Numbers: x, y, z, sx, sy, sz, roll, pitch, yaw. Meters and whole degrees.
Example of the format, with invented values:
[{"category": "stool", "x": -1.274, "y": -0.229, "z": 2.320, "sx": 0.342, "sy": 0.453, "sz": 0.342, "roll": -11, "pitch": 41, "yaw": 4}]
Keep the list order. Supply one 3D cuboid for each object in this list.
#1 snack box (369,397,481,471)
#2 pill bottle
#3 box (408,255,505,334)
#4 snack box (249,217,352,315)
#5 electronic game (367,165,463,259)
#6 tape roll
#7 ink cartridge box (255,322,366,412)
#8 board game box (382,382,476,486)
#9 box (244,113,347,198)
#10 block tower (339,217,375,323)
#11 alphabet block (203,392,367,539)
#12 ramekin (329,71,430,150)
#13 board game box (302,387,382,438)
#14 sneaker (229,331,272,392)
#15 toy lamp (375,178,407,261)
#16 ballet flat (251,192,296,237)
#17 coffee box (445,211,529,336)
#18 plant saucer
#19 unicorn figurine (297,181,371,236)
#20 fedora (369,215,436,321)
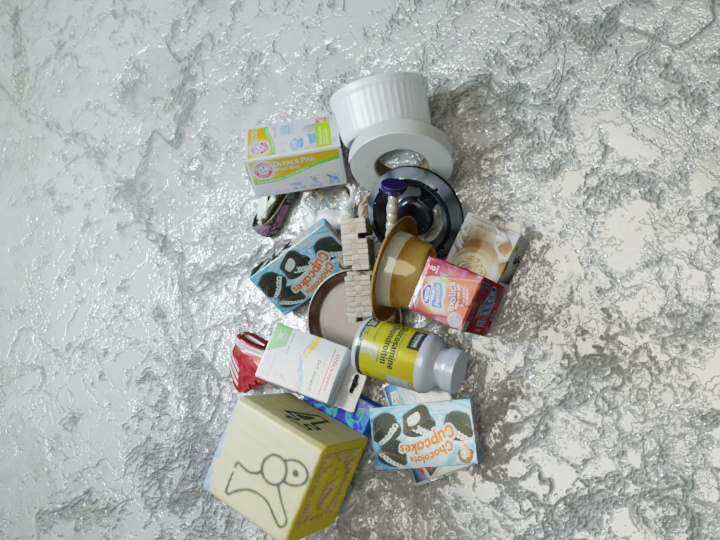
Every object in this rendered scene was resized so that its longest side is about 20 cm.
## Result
[{"category": "snack box", "x": 0.118, "y": 0.305, "z": 1.300, "sx": 0.198, "sy": 0.037, "sz": 0.117, "roll": -11, "pitch": 77, "yaw": 21}, {"category": "pill bottle", "x": 0.091, "y": 0.162, "z": 1.298, "sx": 0.199, "sy": 0.112, "sz": 0.113, "roll": 13, "pitch": 87, "yaw": 27}, {"category": "box", "x": 0.168, "y": 0.045, "z": 1.181, "sx": 0.099, "sy": 0.200, "sz": 0.096, "roll": 22, "pitch": 92, "yaw": 23}, {"category": "snack box", "x": -0.117, "y": -0.006, "z": 1.450, "sx": 0.199, "sy": 0.116, "sz": 0.037, "roll": -35, "pitch": 25, "yaw": 15}, {"category": "electronic game", "x": 0.105, "y": -0.107, "z": 1.364, "sx": 0.198, "sy": 0.042, "sz": 0.202, "roll": 13, "pitch": 122, "yaw": 21}, {"category": "tape roll", "x": 0.079, "y": -0.212, "z": 1.352, "sx": 0.201, "sy": 0.203, "sz": 0.037, "roll": -10, "pitch": 57, "yaw": 22}, {"category": "ink cartridge box", "x": -0.090, "y": 0.191, "z": 1.374, "sx": 0.198, "sy": 0.067, "sz": 0.118, "roll": 17, "pitch": 77, "yaw": 15}, {"category": "board game box", "x": 0.132, "y": 0.292, "z": 1.337, "sx": 0.125, "sy": 0.035, "sz": 0.201, "roll": -24, "pitch": 73, "yaw": 18}, {"category": "box", "x": -0.135, "y": -0.237, "z": 1.451, "sx": 0.198, "sy": 0.102, "sz": 0.113, "roll": -9, "pitch": 48, "yaw": 2}, {"category": "block tower", "x": 0.000, "y": 0.000, "z": 1.378, "sx": 0.057, "sy": 0.054, "sz": 0.202, "roll": -4, "pitch": 87, "yaw": 17}, {"category": "alphabet block", "x": -0.136, "y": 0.359, "z": 1.308, "sx": 0.199, "sy": 0.196, "sz": 0.197, "roll": 25, "pitch": 96, "yaw": 25}, {"category": "ramekin", "x": 0.045, "y": -0.307, "z": 1.388, "sx": 0.199, "sy": 0.200, "sz": 0.099, "roll": -14, "pitch": 83, "yaw": 21}, {"category": "board game box", "x": -0.064, "y": 0.329, "z": 1.412, "sx": 0.151, "sy": 0.045, "sz": 0.201, "roll": 24, "pitch": 93, "yaw": 25}, {"category": "sneaker", "x": -0.194, "y": 0.224, "z": 1.486, "sx": 0.199, "sy": 0.078, "sz": 0.116, "roll": 32, "pitch": 112, "yaw": 25}, {"category": "toy lamp", "x": 0.059, "y": -0.073, "z": 1.345, "sx": 0.058, "sy": 0.058, "sz": 0.201, "roll": 19, "pitch": 125, "yaw": 25}, {"category": "ballet flat", "x": -0.182, "y": -0.170, "z": 1.530, "sx": 0.069, "sy": 0.071, "sz": 0.201, "roll": 25, "pitch": 91, "yaw": 28}, {"category": "coffee box", "x": 0.218, "y": 0.008, "z": 1.319, "sx": 0.114, "sy": 0.080, "sz": 0.201, "roll": 26, "pitch": 93, "yaw": 25}, {"category": "plant saucer", "x": -0.010, "y": 0.099, "z": 1.420, "sx": 0.198, "sy": 0.032, "sz": 0.202, "roll": -1, "pitch": 88, "yaw": 15}, {"category": "unicorn figurine", "x": -0.076, "y": -0.111, "z": 1.473, "sx": 0.198, "sy": 0.074, "sz": 0.139, "roll": -8, "pitch": 75, "yaw": 25}, {"category": "fedora", "x": 0.088, "y": 0.004, "z": 1.286, "sx": 0.081, "sy": 0.200, "sz": 0.202, "roll": 17, "pitch": 88, "yaw": 24}]
